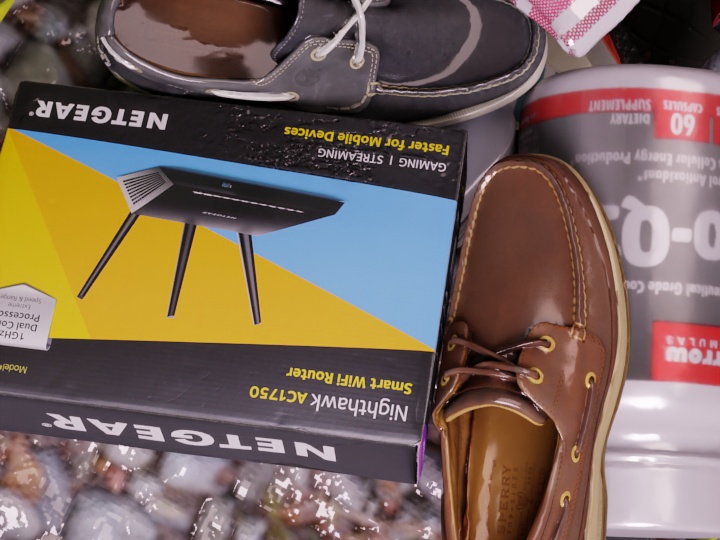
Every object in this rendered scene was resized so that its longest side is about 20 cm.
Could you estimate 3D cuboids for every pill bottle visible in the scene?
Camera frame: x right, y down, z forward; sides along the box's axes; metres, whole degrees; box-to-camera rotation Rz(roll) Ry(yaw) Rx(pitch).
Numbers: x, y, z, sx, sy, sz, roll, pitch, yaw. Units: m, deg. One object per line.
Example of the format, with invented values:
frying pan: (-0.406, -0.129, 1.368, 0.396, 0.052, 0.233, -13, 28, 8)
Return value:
pill bottle: (0.125, 0.017, 0.932, 0.114, 0.114, 0.200, 6, 80, -23)

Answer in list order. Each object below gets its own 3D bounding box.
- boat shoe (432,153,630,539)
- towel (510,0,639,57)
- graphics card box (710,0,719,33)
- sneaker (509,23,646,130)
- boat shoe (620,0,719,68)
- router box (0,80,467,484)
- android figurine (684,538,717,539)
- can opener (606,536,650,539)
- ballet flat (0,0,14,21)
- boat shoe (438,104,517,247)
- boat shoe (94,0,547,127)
boat shoe: (0.067, 0.048, 0.853, 0.068, 0.072, 0.200, 15, 76, -64)
towel: (0.074, -0.208, 0.902, 0.200, 0.030, 0.146, 44, 93, 10)
graphics card box: (0.263, -0.107, 1.055, 0.200, 0.051, 0.126, 34, 29, -13)
sneaker: (0.091, -0.091, 1.041, 0.200, 0.093, 0.070, 53, 19, -24)
boat shoe: (0.108, -0.175, 1.074, 0.200, 0.076, 0.074, 28, 34, -23)
router box: (-0.061, 0.003, 0.887, 0.200, 0.051, 0.149, 6, 64, 6)
android figurine: (0.205, 0.036, 1.007, 0.200, 0.041, 0.182, -43, 84, -8)
can opener: (0.114, 0.215, 0.936, 0.066, 0.053, 0.200, 8, 58, 16)
ballet flat: (-0.198, -0.102, 0.893, 0.067, 0.067, 0.200, 26, 26, -5)
boat shoe: (0.000, 0.000, 0.951, 0.200, 0.065, 0.074, -40, 66, -14)
boat shoe: (-0.016, -0.100, 0.907, 0.200, 0.068, 0.072, 3, 83, -3)
